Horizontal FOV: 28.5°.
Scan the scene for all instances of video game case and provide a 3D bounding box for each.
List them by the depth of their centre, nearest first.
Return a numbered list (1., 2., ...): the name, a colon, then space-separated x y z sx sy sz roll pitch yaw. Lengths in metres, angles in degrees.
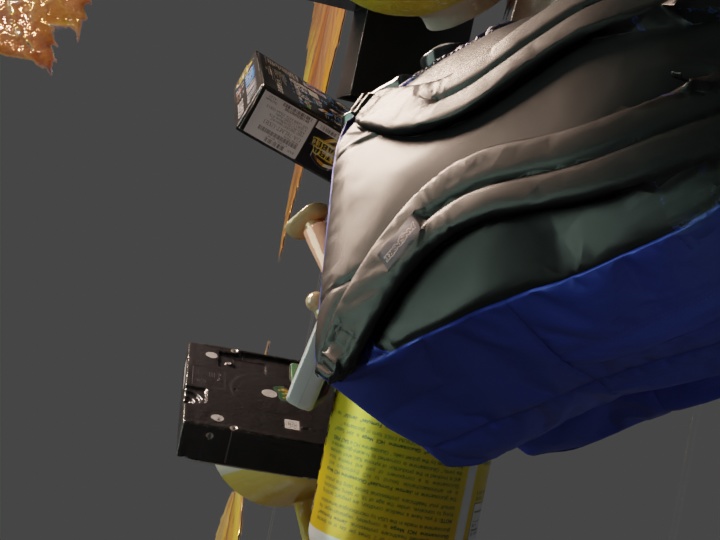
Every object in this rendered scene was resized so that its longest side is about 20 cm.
1. video game case: 0.000 0.000 1.020 0.182 0.023 0.202 40 -108 -86

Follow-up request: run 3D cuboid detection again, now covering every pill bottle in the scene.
1. pill bottle: 0.027 0.140 0.947 0.112 0.111 0.202 -171 93 -80

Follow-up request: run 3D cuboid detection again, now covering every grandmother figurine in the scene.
1. grandmother figurine: 0.010 0.036 1.174 0.061 0.120 0.201 116 138 -52

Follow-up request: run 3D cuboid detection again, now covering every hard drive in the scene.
1. hard drive: -0.048 0.120 1.154 0.140 0.198 0.038 -102 24 -65

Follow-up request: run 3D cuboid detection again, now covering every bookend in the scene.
1. bookend: 0.000 -0.239 1.300 0.092 0.197 0.202 -157 78 -78

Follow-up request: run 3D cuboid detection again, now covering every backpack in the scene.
1. backpack: 0.102 -0.024 0.573 0.199 0.167 0.164 -28 46 34

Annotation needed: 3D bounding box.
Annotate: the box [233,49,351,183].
1. box: -0.016 -0.111 1.244 0.050 0.198 0.200 -56 15 11

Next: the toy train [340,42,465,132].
1. toy train: 0.057 -0.032 0.862 0.113 0.085 0.202 -22 78 43

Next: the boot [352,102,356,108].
1. boot: 0.008 -0.150 1.498 0.154 0.073 0.205 -106 25 -60

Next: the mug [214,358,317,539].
1. mug: -0.046 0.166 1.385 0.150 0.187 0.153 -47 8 -21

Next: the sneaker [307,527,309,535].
1. sneaker: -0.002 0.187 1.175 0.201 0.078 0.066 -91 14 -58

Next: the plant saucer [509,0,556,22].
1. plant saucer: 0.133 -0.151 0.913 0.200 0.034 0.202 -170 90 -80

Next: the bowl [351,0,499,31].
1. bowl: 0.065 -0.260 1.148 0.108 0.199 0.200 60 -174 -21
